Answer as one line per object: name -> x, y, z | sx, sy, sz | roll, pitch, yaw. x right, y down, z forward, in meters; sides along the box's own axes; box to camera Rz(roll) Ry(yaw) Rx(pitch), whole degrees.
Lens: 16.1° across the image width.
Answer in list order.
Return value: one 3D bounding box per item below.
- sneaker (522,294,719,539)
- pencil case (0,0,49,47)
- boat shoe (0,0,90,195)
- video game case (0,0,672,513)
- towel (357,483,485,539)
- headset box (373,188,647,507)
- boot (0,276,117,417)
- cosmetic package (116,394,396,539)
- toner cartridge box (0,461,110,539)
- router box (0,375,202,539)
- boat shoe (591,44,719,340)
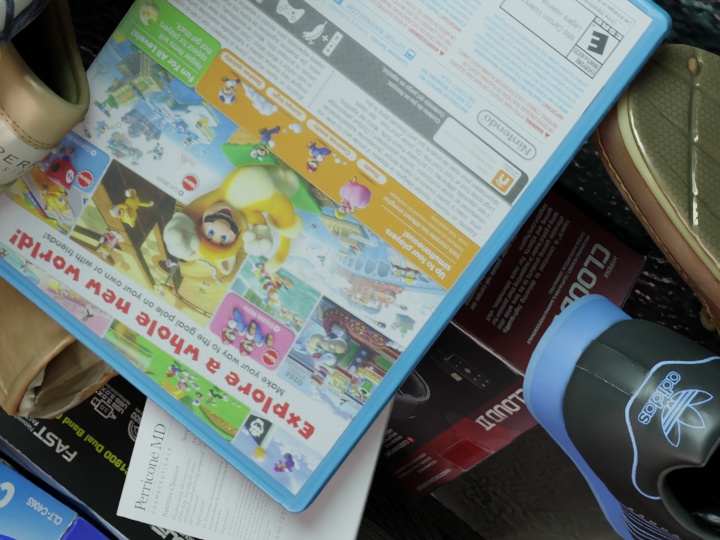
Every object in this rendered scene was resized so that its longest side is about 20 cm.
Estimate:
sneaker -> 0.129, 0.077, 0.919 | 0.078, 0.070, 0.200 | 33, 177, 36
pencil case -> -0.110, -0.125, 0.757 | 0.089, 0.200, 0.078 | 39, 142, -4
boat shoe -> -0.128, -0.119, 0.839 | 0.066, 0.201, 0.074 | -25, 158, 27
video game case -> -0.016, -0.043, 0.815 | 0.143, 0.200, 0.018 | 38, -167, 6
towel -> 0.015, 0.121, 1.065 | 0.200, 0.035, 0.193 | 42, -173, -27
headset box -> 0.000, 0.000, 0.969 | 0.200, 0.077, 0.149 | 35, 151, -7
boot -> -0.164, -0.031, 0.982 | 0.201, 0.066, 0.175 | 61, 155, 13
cosmetic package -> -0.017, -0.005, 0.859 | 0.082, 0.201, 0.051 | 16, -170, 1
toner cartridge box -> -0.117, 0.151, 1.161 | 0.095, 0.043, 0.200 | 26, 165, 40
router box -> -0.125, 0.077, 1.162 | 0.150, 0.062, 0.200 | 41, 169, -14
boat shoe -> 0.141, 0.007, 0.849 | 0.200, 0.072, 0.067 | 42, 148, -22
